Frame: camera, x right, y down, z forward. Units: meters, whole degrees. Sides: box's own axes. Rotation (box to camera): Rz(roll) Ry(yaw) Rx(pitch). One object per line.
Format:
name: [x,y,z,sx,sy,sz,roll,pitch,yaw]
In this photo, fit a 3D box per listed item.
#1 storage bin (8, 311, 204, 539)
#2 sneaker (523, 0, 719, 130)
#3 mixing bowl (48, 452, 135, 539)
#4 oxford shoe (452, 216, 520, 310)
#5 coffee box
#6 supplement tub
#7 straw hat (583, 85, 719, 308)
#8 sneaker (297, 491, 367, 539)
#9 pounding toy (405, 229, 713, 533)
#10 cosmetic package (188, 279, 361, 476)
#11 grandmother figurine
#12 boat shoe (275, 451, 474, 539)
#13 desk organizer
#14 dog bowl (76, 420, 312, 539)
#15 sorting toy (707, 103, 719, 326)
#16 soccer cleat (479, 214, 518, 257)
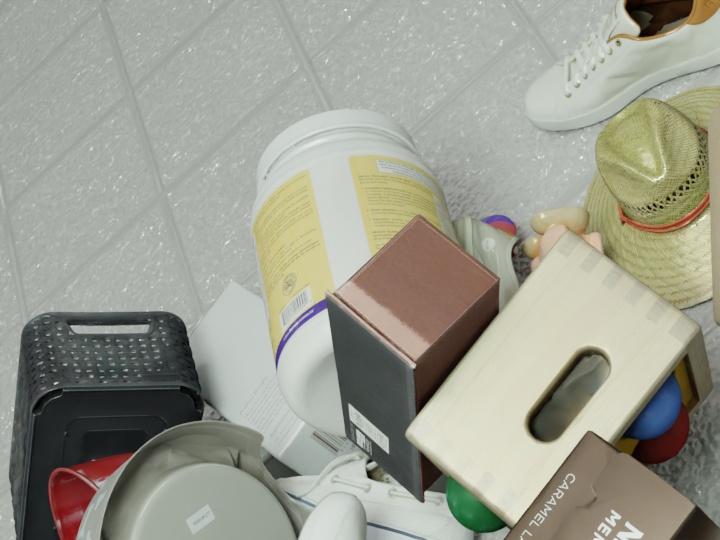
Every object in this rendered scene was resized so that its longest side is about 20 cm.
storage bin: [-0.209,0.139,1.381,0.094,0.134,0.201,-110,27,-48]
sneaker: [0.200,-0.179,1.336,0.199,0.085,0.073,-25,46,32]
mixing bowl: [-0.139,0.214,1.298,0.108,0.201,0.200,-28,28,-28]
oxford shoe: [0.095,0.058,1.236,0.057,0.075,0.202,1,77,-4]
coffee box: [0.157,0.184,0.975,0.080,0.200,0.115,35,87,35]
supplement tub: [0.000,0.000,1.197,0.145,0.145,0.201,-32,47,22]
straw hat: [0.215,-0.076,1.233,0.200,0.085,0.202,-26,43,28]
sneaker: [-0.004,0.238,1.107,0.080,0.071,0.201,-9,55,22]
pounding toy: [0.132,0.118,1.050,0.142,0.184,0.200,37,85,22]
cosmetic package: [-0.066,0.093,1.391,0.102,0.074,0.200,-53,36,-5]
grandmother figurine: [0.154,0.054,1.193,0.060,0.122,0.201,-6,60,-1]
boat shoe: [0.006,0.165,1.257,0.201,0.075,0.087,7,65,45]
desk organizer: [0.036,0.058,1.053,0.072,0.200,0.077,39,69,22]
dog bowl: [-0.109,0.207,1.171,0.059,0.200,0.201,-21,45,47]
sorting toy: [0.327,-0.048,1.113,0.199,0.037,0.186,-10,52,22]
soccer cleat: [0.047,0.019,1.300,0.200,0.076,0.067,-50,9,-21]
